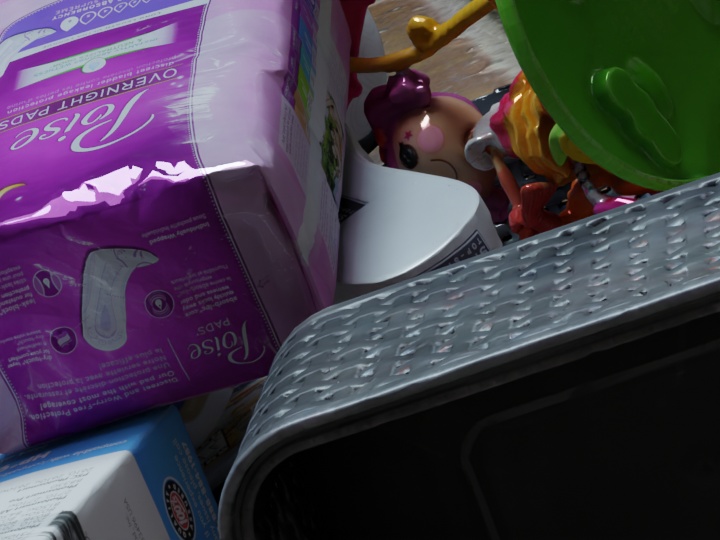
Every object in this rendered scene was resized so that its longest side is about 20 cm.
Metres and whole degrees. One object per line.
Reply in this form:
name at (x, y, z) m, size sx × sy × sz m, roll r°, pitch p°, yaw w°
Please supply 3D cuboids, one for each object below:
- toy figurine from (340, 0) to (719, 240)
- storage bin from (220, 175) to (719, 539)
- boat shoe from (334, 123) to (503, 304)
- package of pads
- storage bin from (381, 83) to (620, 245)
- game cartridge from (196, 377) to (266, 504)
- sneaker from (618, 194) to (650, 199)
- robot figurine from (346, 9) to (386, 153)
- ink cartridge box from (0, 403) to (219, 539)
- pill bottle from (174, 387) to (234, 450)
toy figurine at (0.048, -0.066, 1.008) m, size 0.183 × 0.200 × 0.151 m, roll -15°, pitch 34°, yaw 44°
storage bin at (0.082, 0.059, 0.655) m, size 0.199 × 0.136 × 0.094 m, roll -19°, pitch 13°, yaw 11°
boat shoe at (0.000, 0.000, 0.913) m, size 0.072 × 0.066 × 0.200 m, roll -37°, pitch 22°, yaw -17°
package of pads at (-0.068, -0.036, 0.867) m, size 0.120 × 0.076 × 0.200 m, roll -17°, pitch 29°, yaw 12°
storage bin at (0.118, -0.036, 1.164) m, size 0.199 × 0.094 × 0.135 m, roll -16°, pitch 14°, yaw 24°
game cartridge at (-0.028, 0.054, 1.048) m, size 0.200 × 0.042 × 0.133 m, roll -38°, pitch 17°, yaw -1°
sneaker at (0.106, -0.003, 1.061) m, size 0.199 × 0.082 × 0.070 m, roll -21°, pitch 11°, yaw 13°
robot figurine at (-0.068, -0.082, 1.127) m, size 0.150 × 0.126 × 0.200 m, roll 15°, pitch -6°, yaw 29°
ink cartridge box at (-0.089, 0.129, 0.744) m, size 0.067 × 0.117 × 0.200 m, roll -17°, pitch 12°, yaw 21°
pill bottle at (-0.148, 0.006, 0.973) m, size 0.199 × 0.121 × 0.119 m, roll 10°, pitch -12°, yaw -41°
